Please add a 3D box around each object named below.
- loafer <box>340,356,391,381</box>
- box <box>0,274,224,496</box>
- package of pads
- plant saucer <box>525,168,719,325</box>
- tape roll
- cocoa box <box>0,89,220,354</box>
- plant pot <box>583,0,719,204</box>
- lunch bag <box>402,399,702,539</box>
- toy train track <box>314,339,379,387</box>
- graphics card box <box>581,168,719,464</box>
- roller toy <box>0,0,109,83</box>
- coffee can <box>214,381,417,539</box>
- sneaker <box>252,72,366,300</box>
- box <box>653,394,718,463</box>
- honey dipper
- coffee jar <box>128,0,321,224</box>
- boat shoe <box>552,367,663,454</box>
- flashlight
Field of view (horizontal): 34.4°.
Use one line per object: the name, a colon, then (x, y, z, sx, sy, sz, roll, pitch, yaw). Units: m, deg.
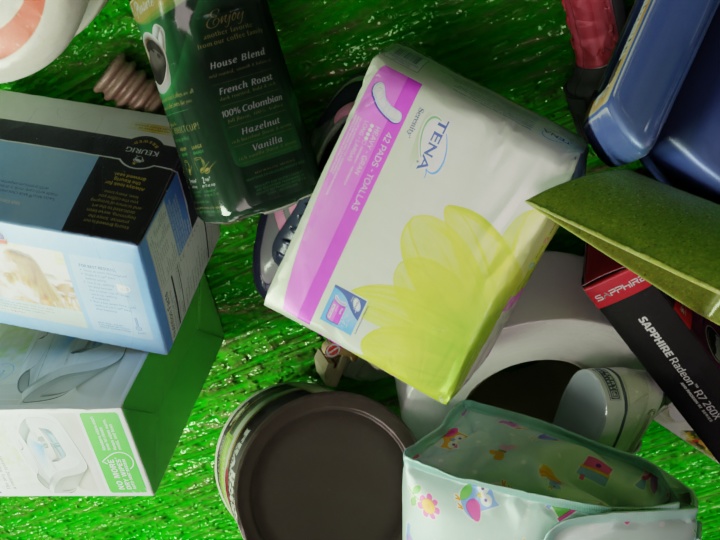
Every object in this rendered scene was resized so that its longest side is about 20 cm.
loafer: (0.046, 0.013, 0.933, 0.070, 0.070, 0.200, 11, 131, -29)
box: (-0.228, 0.085, 0.956, 0.176, 0.200, 0.097, -2, 124, 15)
package of pads: (0.045, -0.028, 0.773, 0.154, 0.068, 0.201, 28, 112, 8)
plant saucer: (0.225, 0.008, 0.670, 0.199, 0.200, 0.048, 28, 94, -35)
tape roll: (0.126, 0.076, 0.912, 0.201, 0.071, 0.203, -5, 138, -5)
cocoa box: (-0.225, -0.039, 0.883, 0.199, 0.132, 0.134, 10, 141, 10)
plant pot: (0.243, -0.118, 0.681, 0.179, 0.200, 0.201, 24, 95, 3)
lunch bag: (0.134, 0.204, 0.816, 0.199, 0.122, 0.171, 13, 115, 30)
toy train track: (0.000, 0.000, 0.911, 0.032, 0.115, 0.201, 11, 113, -31)
graphics card box: (0.239, 0.036, 0.864, 0.051, 0.126, 0.200, -27, 115, 29)
roller toy: (-0.254, -0.228, 0.774, 0.182, 0.140, 0.201, 3, 125, 10)
coffee can: (-0.039, 0.167, 0.946, 0.146, 0.200, 0.147, 1, 87, -11)
sneaker: (-0.031, -0.049, 0.865, 0.070, 0.082, 0.201, 21, 113, -9)
box: (0.332, 0.153, 0.981, 0.200, 0.042, 0.039, 33, 126, -13)
honey dipper: (-0.117, -0.092, 0.906, 0.200, 0.038, 0.038, 38, 124, -17)
coffee jar: (-0.096, -0.137, 0.795, 0.085, 0.104, 0.201, -20, 101, -19)
boat shoe: (0.183, 0.147, 0.905, 0.086, 0.075, 0.203, -3, 132, -22)
flashlight: (0.144, -0.179, 0.767, 0.067, 0.068, 0.201, -9, 122, 17)
